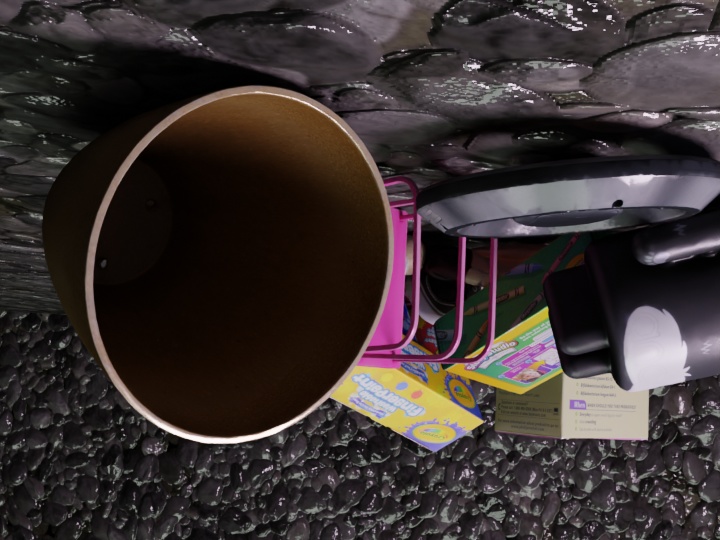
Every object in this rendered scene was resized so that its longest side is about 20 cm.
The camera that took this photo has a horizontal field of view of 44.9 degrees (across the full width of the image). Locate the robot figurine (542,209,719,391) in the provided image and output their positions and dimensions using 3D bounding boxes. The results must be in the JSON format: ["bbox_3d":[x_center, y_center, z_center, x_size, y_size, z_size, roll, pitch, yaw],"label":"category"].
[{"bbox_3d":[0.246,0.021,0.672,0.198,0.126,0.150,-14,-177,10],"label":"robot figurine"}]

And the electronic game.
[{"bbox_3d":[0.135,-0.050,0.574,0.198,0.042,0.200,-4,177,0],"label":"electronic game"}]

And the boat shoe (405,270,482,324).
[{"bbox_3d":[0.119,0.016,0.987,0.066,0.070,0.200,-33,162,26],"label":"boat shoe"}]

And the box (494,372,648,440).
[{"bbox_3d":[0.250,0.092,1.016,0.175,0.202,0.096,9,172,-41],"label":"box"}]

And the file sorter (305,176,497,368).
[{"bbox_3d":[0.000,0.000,0.665,0.199,0.140,0.125,10,169,-43],"label":"file sorter"}]

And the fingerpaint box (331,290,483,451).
[{"bbox_3d":[0.028,0.075,0.910,0.073,0.168,0.200,-36,133,22],"label":"fingerpaint box"}]

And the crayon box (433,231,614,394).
[{"bbox_3d":[0.182,0.043,0.835,0.118,0.059,0.200,21,136,-36],"label":"crayon box"}]

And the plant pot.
[{"bbox_3d":[-0.114,-0.018,0.527,0.185,0.188,0.199,10,-176,-41],"label":"plant pot"}]

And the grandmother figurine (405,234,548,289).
[{"bbox_3d":[0.109,-0.007,0.894,0.198,0.061,0.121,7,179,-6],"label":"grandmother figurine"}]

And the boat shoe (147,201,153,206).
[{"bbox_3d":[-0.110,-0.037,0.696,0.199,0.072,0.064,7,171,-27],"label":"boat shoe"}]
